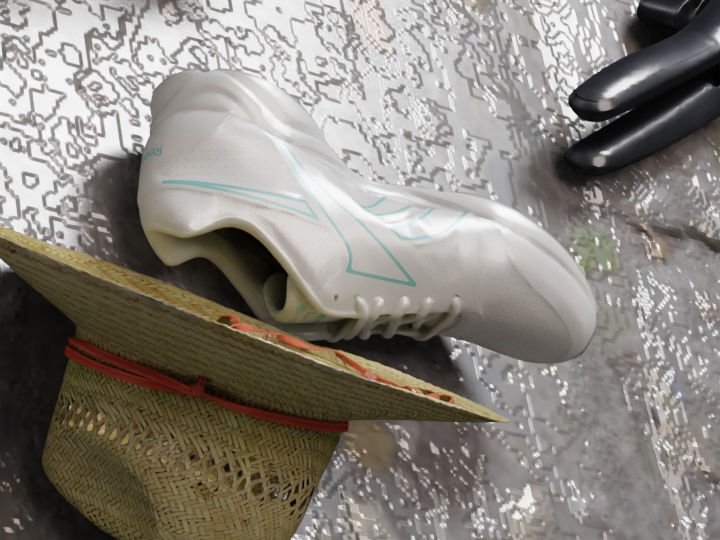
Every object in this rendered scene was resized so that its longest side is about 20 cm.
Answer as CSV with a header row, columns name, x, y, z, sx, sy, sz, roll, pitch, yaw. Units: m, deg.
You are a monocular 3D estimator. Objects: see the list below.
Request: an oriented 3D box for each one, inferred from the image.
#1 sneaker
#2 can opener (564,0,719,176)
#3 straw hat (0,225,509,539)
name,x,y,z,sx,sy,sz,roll,pitch,yaw
sneaker,0.000,0.000,1.017,0.200,0.070,0.080,25,52,-16
can opener,0.152,-0.091,1.236,0.200,0.079,0.063,-40,128,-47
straw hat,-0.057,0.055,0.895,0.201,0.201,0.085,20,91,-30
